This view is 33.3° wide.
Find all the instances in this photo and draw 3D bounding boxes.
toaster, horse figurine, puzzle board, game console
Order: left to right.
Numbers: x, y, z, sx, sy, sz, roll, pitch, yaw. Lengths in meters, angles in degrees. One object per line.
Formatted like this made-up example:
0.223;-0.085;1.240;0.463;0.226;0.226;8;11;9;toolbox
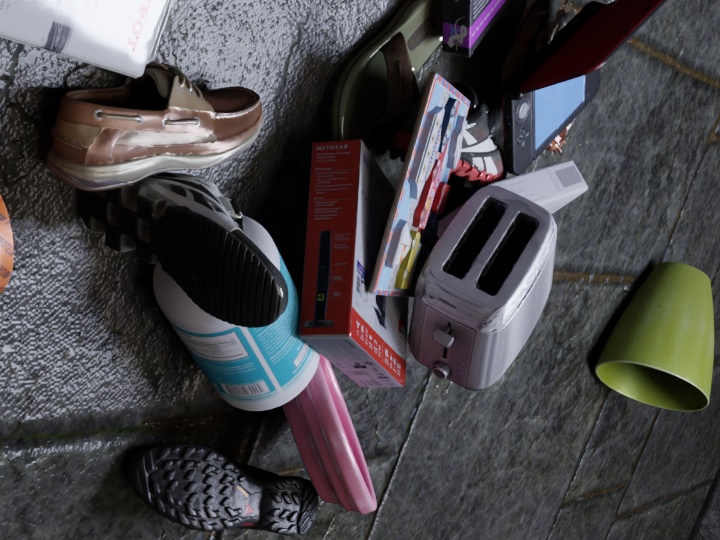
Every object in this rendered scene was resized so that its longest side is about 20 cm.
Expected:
0.061;-0.073;1.131;0.150;0.017;0.203;6;100;-74;puzzle board
0.127;0.009;1.194;0.201;0.113;0.130;-54;162;-25;toaster
0.206;-0.228;1.377;0.200;0.049;0.134;30;82;-60;horse figurine
0.249;-0.205;1.295;0.200;0.117;0.174;-43;141;-34;game console

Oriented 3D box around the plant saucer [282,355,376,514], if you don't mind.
-0.040;0.146;1.184;0.050;0.202;0.202;-21;141;1;plant saucer

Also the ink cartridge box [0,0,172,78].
-0.202;-0.218;0.742;0.199;0.083;0.147;7;106;-58;ink cartridge box

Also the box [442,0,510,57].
0.117;-0.329;1.154;0.143;0.036;0.202;-54;152;-44;box

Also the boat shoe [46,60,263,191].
-0.147;-0.118;0.911;0.199;0.075;0.073;-26;131;-47;boat shoe

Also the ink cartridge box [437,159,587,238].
0.147;-0.051;1.387;0.176;0.045;0.199;-37;169;37;ink cartridge box

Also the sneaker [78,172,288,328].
-0.114;-0.030;0.899;0.088;0.199;0.075;-23;137;-47;sneaker

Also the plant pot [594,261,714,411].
0.495;0.096;1.953;0.187;0.184;0.203;52;54;-56;plant pot

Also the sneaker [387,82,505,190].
0.108;-0.143;1.272;0.199;0.070;0.099;8;109;-56;sneaker

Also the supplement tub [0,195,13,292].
-0.311;-0.002;0.701;0.199;0.122;0.124;-22;130;-47;supplement tub

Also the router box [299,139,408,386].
0.000;0.000;1.136;0.200;0.048;0.183;47;44;-67;router box

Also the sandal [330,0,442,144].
0.036;-0.186;1.143;0.202;0.057;0.080;-55;149;-17;sandal

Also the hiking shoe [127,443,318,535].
-0.142;0.214;1.152;0.198;0.100;0.077;23;71;-31;hiking shoe

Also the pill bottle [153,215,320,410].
-0.109;0.027;1.036;0.111;0.110;0.201;-50;147;-20;pill bottle
